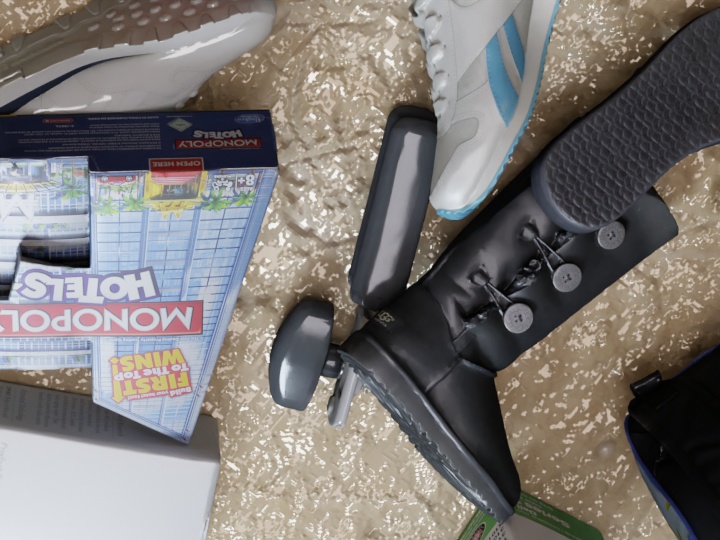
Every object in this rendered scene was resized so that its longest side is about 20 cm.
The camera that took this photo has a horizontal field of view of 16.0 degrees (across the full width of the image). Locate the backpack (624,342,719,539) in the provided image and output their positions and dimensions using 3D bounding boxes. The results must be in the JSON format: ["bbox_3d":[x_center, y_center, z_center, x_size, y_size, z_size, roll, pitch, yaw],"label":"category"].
[{"bbox_3d":[0.274,0.129,1.486,0.183,0.200,0.147,-33,129,6],"label":"backpack"}]

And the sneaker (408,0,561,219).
[{"bbox_3d":[0.063,-0.128,1.432,0.081,0.077,0.200,14,86,-6],"label":"sneaker"}]

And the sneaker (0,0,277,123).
[{"bbox_3d":[-0.135,-0.105,1.445,0.200,0.076,0.081,-20,119,10],"label":"sneaker"}]

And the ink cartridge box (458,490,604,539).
[{"bbox_3d":[0.089,0.237,1.511,0.084,0.200,0.145,28,105,-14],"label":"ink cartridge box"}]

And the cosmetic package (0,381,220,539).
[{"bbox_3d":[-0.189,0.127,1.520,0.200,0.074,0.102,11,109,-10],"label":"cosmetic package"}]

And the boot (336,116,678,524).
[{"bbox_3d":[0.105,0.031,1.501,0.200,0.066,0.165,-44,125,-10],"label":"boot"}]

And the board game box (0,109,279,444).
[{"bbox_3d":[-0.149,0.008,1.452,0.200,0.062,0.200,-2,127,-6],"label":"board game box"}]

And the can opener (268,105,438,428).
[{"bbox_3d":[0.000,0.000,1.496,0.066,0.053,0.200,16,108,-10],"label":"can opener"}]

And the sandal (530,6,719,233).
[{"bbox_3d":[0.177,-0.092,1.461,0.200,0.043,0.076,-30,91,-17],"label":"sandal"}]
